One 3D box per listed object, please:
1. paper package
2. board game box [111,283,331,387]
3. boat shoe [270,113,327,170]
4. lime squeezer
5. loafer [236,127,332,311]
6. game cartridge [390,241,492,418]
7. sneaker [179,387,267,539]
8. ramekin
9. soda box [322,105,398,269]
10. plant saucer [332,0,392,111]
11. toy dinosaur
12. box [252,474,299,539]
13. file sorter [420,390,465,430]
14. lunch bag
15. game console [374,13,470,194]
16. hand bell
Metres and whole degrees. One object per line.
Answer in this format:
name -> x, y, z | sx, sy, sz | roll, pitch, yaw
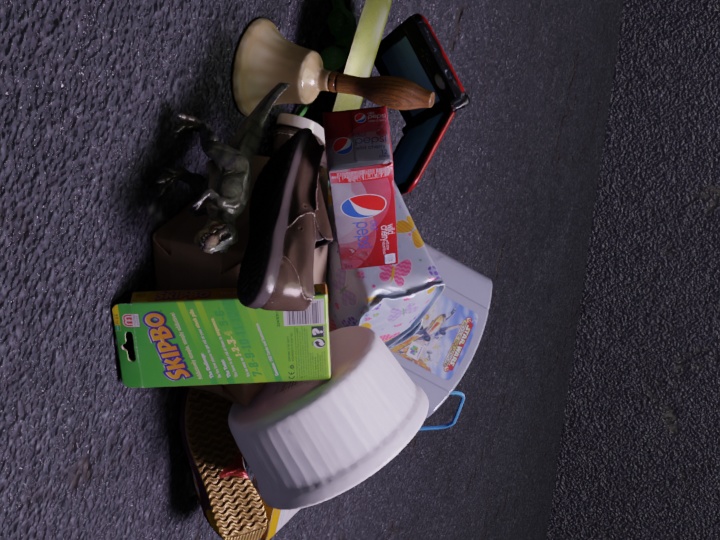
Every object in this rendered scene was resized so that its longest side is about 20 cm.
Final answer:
paper package -> -0.117, 0.007, 1.266 | 0.200, 0.103, 0.191 | -50, 147, -53
board game box -> -0.129, 0.063, 1.156 | 0.030, 0.199, 0.096 | -100, -172, -61
boat shoe -> -0.049, -0.115, 1.420 | 0.200, 0.072, 0.060 | 43, 62, -63
lime squeezer -> -0.034, -0.264, 1.412 | 0.071, 0.038, 0.201 | -4, 107, -70
loafer -> -0.063, -0.042, 1.142 | 0.071, 0.073, 0.200 | 27, 57, -25
game cartridge -> 0.082, 0.075, 1.534 | 0.200, 0.133, 0.042 | -64, -176, -14
sneaker -> -0.161, 0.201, 1.334 | 0.075, 0.090, 0.201 | -13, 98, -24
ramekin -> -0.039, 0.144, 1.257 | 0.098, 0.200, 0.201 | 59, 36, -15
soda box -> 0.002, -0.078, 1.220 | 0.200, 0.063, 0.070 | 85, -1, -63
plant saucer -> 0.002, -0.249, 1.422 | 0.200, 0.031, 0.201 | -164, -90, -88
toy dinosaur -> -0.135, -0.099, 1.127 | 0.048, 0.088, 0.200 | 96, 9, -61
box -> -0.055, 0.215, 1.433 | 0.200, 0.041, 0.119 | -41, 156, -42
file sorter -> 0.063, 0.104, 1.639 | 0.139, 0.122, 0.201 | 98, -11, -62
lunch bag -> 0.000, 0.000, 1.416 | 0.127, 0.170, 0.200 | -16, 158, -24
game console -> 0.039, -0.185, 1.447 | 0.119, 0.173, 0.200 | -30, -175, -14
hand bell -> -0.020, -0.191, 1.256 | 0.104, 0.199, 0.104 | 14, 90, -70
